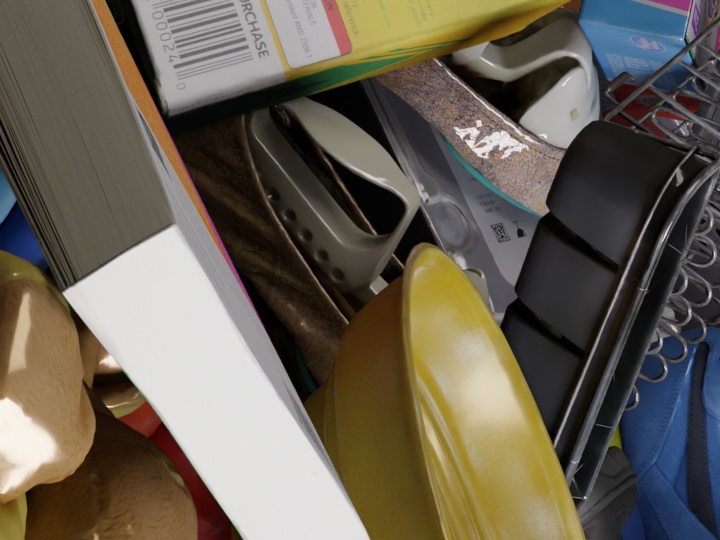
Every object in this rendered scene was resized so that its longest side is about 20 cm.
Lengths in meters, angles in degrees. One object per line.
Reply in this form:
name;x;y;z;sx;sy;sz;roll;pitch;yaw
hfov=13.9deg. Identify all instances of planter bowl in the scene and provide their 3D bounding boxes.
planter bowl;0.014;0.099;0.903;0.200;0.083;0.201;-18;90;-77

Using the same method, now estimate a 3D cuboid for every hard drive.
hard drive;0.044;-0.039;1.164;0.140;0.038;0.201;-13;75;-54

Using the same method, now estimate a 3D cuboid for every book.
book;-0.063;-0.019;0.816;0.134;0.048;0.200;59;0;-41

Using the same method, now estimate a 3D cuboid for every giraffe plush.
giraffe plush;-0.116;0.062;0.802;0.162;0.173;0.200;35;14;-46

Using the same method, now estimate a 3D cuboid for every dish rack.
dish rack;0.111;-0.019;1.047;0.054;0.154;0.200;31;38;16

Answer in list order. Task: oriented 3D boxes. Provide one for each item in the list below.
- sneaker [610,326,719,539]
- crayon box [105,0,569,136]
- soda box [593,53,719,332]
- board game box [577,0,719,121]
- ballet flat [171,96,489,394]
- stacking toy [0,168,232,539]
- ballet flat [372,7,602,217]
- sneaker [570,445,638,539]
sneaker;0.148;0.120;1.115;0.066;0.078;0.201;-16;91;-57
crayon box;-0.009;-0.130;1.012;0.199;0.051;0.127;-17;86;-27
soda box;0.152;-0.011;1.255;0.200;0.064;0.068;57;34;0
board game box;0.131;-0.170;1.128;0.153;0.040;0.201;41;61;-76
ballet flat;0.000;0.000;1.045;0.200;0.072;0.068;55;32;-5
stacking toy;-0.102;0.016;0.906;0.200;0.085;0.085;49;35;-22
ballet flat;0.044;-0.082;1.104;0.200;0.067;0.068;32;43;-33
sneaker;0.060;0.146;1.024;0.104;0.060;0.200;56;40;-1
